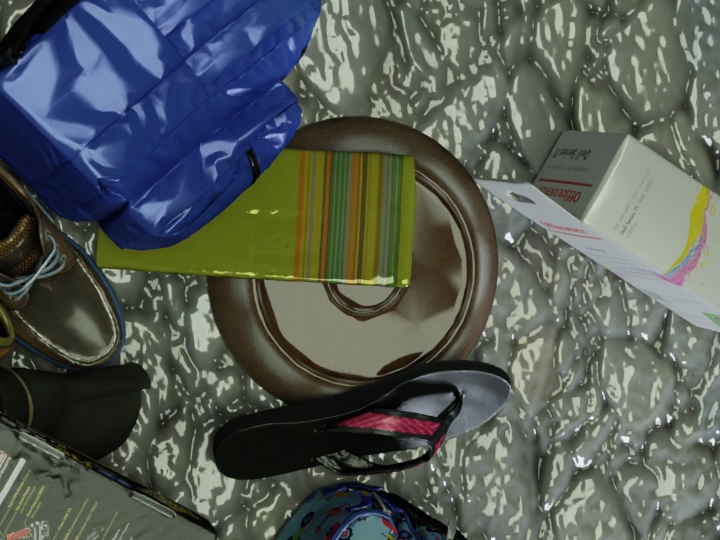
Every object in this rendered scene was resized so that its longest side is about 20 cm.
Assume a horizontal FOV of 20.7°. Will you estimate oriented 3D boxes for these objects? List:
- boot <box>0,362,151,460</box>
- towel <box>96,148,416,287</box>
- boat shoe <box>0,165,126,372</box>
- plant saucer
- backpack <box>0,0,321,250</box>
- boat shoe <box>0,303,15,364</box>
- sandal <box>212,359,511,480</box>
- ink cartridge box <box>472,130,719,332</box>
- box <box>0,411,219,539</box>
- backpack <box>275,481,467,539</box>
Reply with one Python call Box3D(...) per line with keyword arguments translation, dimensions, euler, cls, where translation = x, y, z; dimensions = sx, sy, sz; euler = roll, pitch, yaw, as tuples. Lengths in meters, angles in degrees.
Box3D(translation=(-0.220, 0.138, 1.223), dimensions=(0.200, 0.138, 0.078), euler=(-49, 65, 28), cls="boot")
Box3D(translation=(-0.065, -0.036, 1.246), dimensions=(0.199, 0.018, 0.086), euler=(4, 81, 0), cls="towel")
Box3D(translation=(-0.217, -0.012, 1.205), dimensions=(0.072, 0.072, 0.200), euler=(-44, 105, -7), cls="boat shoe")
Box3D(translation=(0.000, 0.000, 1.288), dimensions=(0.200, 0.032, 0.201), euler=(-2, 97, -14), cls="plant saucer")
Box3D(translation=(-0.116, -0.122, 1.180), dimensions=(0.168, 0.162, 0.200), euler=(47, 73, -15), cls="backpack")
Box3D(translation=(-0.287, -0.013, 1.165), dimensions=(0.200, 0.068, 0.072), euler=(41, 42, -15), cls="boat shoe")
Box3D(translation=(0.005, 0.109, 1.278), dimensions=(0.200, 0.045, 0.075), euler=(-14, 136, -9), cls="sandal")
Box3D(translation=(0.183, -0.034, 1.288), dimensions=(0.200, 0.117, 0.067), euler=(31, 86, -17), cls="ink cartridge box")
Box3D(translation=(-0.196, 0.197, 1.108), dimensions=(0.159, 0.049, 0.200), euler=(29, 87, -12), cls="box")
Box3D(translation=(0.010, 0.236, 1.227), dimensions=(0.134, 0.200, 0.183), euler=(38, 86, -16), cls="backpack")
